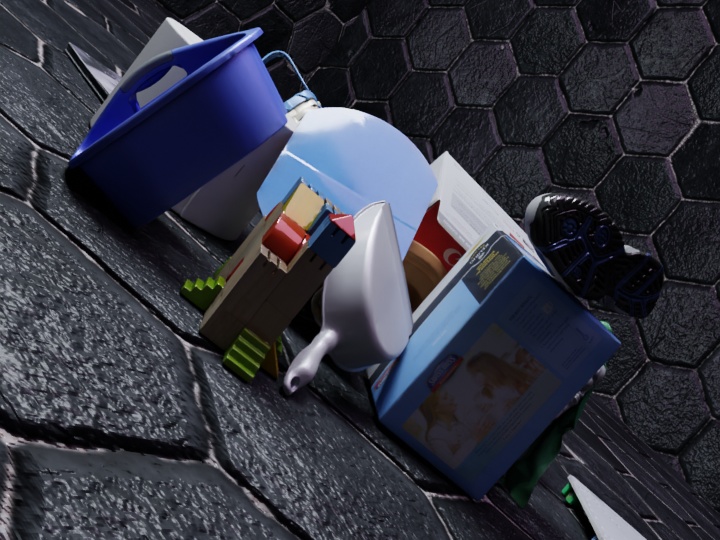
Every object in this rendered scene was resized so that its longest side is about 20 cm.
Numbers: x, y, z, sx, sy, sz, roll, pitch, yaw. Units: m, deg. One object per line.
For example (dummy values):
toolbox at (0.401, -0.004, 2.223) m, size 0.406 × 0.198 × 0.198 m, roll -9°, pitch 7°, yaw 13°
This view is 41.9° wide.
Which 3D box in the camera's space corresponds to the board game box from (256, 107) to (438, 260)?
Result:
board game box at (-0.016, -0.070, 0.952) m, size 0.156 × 0.202 × 0.039 m, roll 30°, pitch -32°, yaw -4°

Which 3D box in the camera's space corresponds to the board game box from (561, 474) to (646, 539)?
board game box at (0.332, 0.348, 1.117) m, size 0.199 × 0.026 × 0.200 m, roll 41°, pitch 7°, yaw -4°

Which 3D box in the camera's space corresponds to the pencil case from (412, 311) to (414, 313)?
pencil case at (0.098, 0.023, 1.222) m, size 0.088 × 0.089 × 0.200 m, roll 41°, pitch 50°, yaw 6°

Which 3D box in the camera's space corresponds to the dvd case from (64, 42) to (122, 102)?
dvd case at (-0.285, -0.207, 1.198) m, size 0.148 × 0.016 × 0.200 m, roll 33°, pitch 12°, yaw -48°

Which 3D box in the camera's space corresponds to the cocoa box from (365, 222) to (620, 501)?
cocoa box at (0.118, 0.083, 0.889) m, size 0.133 × 0.201 × 0.131 m, roll 39°, pitch 8°, yaw -14°

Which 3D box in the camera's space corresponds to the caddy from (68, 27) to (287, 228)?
caddy at (-0.154, -0.130, 0.800) m, size 0.106 × 0.198 × 0.142 m, roll 55°, pitch 4°, yaw -17°

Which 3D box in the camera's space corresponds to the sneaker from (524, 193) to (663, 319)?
sneaker at (0.195, -0.011, 0.840) m, size 0.076 × 0.077 × 0.199 m, roll 20°, pitch -9°, yaw 45°

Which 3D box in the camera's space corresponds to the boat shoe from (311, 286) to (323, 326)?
boat shoe at (-0.016, 0.036, 0.970) m, size 0.068 × 0.072 × 0.200 m, roll 20°, pitch -1°, yaw -5°

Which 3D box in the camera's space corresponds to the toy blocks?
toy blocks at (-0.063, -0.010, 0.758) m, size 0.100 × 0.137 × 0.200 m, roll 38°, pitch 8°, yaw -12°

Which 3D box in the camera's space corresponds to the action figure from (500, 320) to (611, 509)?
action figure at (0.192, 0.131, 0.984) m, size 0.118 × 0.201 × 0.054 m, roll 45°, pitch 10°, yaw 35°

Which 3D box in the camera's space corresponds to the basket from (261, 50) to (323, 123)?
basket at (-0.129, -0.191, 1.334) m, size 0.201 × 0.175 × 0.139 m, roll 55°, pitch -5°, yaw 7°

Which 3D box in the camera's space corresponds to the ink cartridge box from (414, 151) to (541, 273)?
ink cartridge box at (0.134, -0.013, 1.114) m, size 0.200 × 0.084 × 0.176 m, roll 43°, pitch 28°, yaw -15°

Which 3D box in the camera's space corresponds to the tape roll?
tape roll at (-0.168, -0.150, 1.009) m, size 0.202 × 0.140 × 0.203 m, roll 40°, pitch 7°, yaw -6°

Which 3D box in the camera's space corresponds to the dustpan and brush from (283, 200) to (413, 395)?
dustpan and brush at (-0.011, 0.043, 0.790) m, size 0.201 × 0.056 × 0.142 m, roll -62°, pitch 144°, yaw -59°

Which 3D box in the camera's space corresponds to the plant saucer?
plant saucer at (0.000, 0.000, 1.062) m, size 0.197 × 0.038 × 0.201 m, roll 16°, pitch -20°, yaw 6°
